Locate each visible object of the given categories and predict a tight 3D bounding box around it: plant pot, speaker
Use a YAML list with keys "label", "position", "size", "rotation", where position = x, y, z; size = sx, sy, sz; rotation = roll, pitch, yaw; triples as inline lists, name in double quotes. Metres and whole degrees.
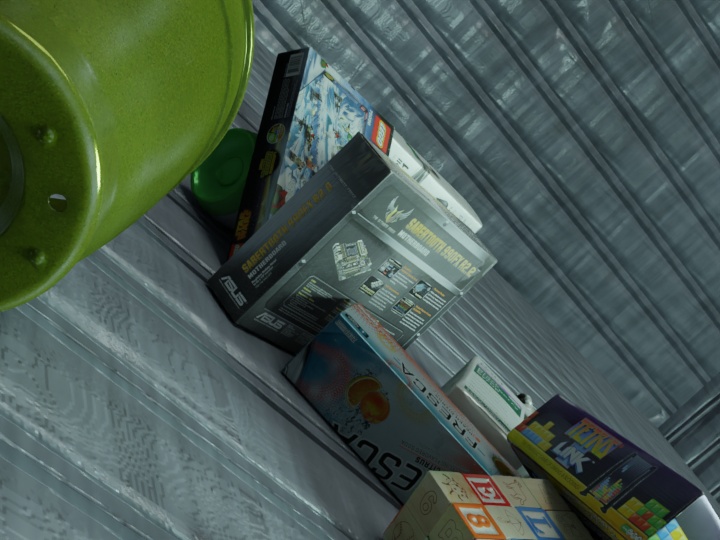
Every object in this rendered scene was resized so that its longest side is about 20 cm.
- label: "plant pot"
  position: [-0.156, -0.081, 0.539]
  size: [0.200, 0.200, 0.193]
  rotation: [44, 21, -17]
- label: "speaker"
  position: [-0.064, -0.048, 1.126]
  size: [0.200, 0.088, 0.089]
  rotation: [37, 12, -47]

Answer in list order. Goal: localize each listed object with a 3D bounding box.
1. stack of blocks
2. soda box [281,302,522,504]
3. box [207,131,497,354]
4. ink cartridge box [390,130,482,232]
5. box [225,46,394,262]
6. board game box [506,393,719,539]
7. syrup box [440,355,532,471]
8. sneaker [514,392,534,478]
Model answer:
- label: "stack of blocks"
  position: [0.113, 0.213, 0.742]
  size: [0.115, 0.059, 0.200]
  rotation: [13, 30, -40]
- label: "soda box"
  position: [0.038, 0.119, 0.902]
  size: [0.200, 0.064, 0.068]
  rotation: [46, 13, 5]
- label: "box"
  position: [0.000, 0.000, 0.960]
  size: [0.048, 0.158, 0.200]
  rotation: [51, 10, 33]
- label: "ink cartridge box"
  position: [0.028, -0.082, 1.533]
  size: [0.200, 0.146, 0.084]
  rotation: [40, 11, -31]
- label: "box"
  position: [-0.038, -0.066, 1.056]
  size: [0.040, 0.201, 0.137]
  rotation: [-4, -27, 35]
- label: "board game box"
  position: [0.194, 0.186, 0.835]
  size: [0.166, 0.057, 0.200]
  rotation: [57, -7, -19]
- label: "syrup box"
  position: [0.089, 0.134, 1.032]
  size: [0.079, 0.081, 0.200]
  rotation: [46, 10, 5]
- label: "sneaker"
  position: [0.153, 0.180, 1.219]
  size: [0.081, 0.075, 0.200]
  rotation: [59, 8, -10]
